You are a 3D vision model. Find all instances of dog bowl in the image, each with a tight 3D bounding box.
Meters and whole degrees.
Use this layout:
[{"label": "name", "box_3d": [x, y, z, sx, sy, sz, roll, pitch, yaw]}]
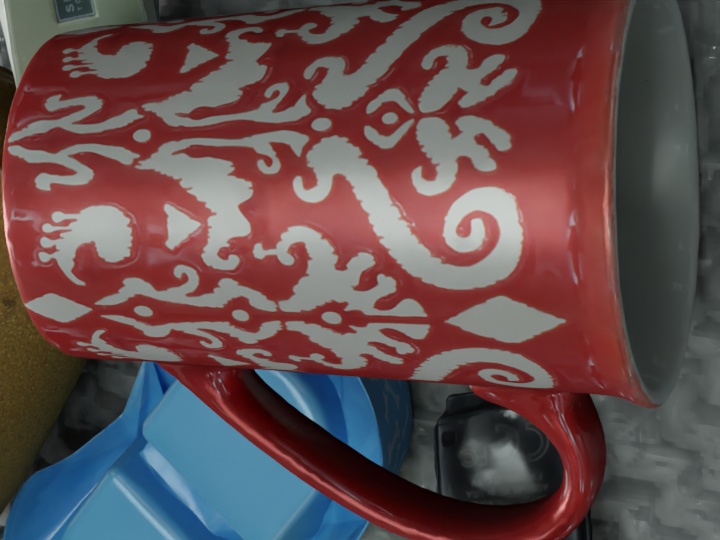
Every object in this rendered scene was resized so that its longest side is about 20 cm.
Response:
[{"label": "dog bowl", "box_3d": [-0.055, 0.083, 0.840, 0.111, 0.050, 0.200, 44, 121, 10]}]

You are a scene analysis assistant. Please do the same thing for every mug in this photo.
[{"label": "mug", "box_3d": [-0.003, -0.005, 0.705, 0.199, 0.133, 0.179, 1, 80, 19]}]

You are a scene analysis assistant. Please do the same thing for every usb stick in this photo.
[{"label": "usb stick", "box_3d": [0.057, 0.142, 0.768, 0.055, 0.033, 0.202, -6, 82, 15]}]

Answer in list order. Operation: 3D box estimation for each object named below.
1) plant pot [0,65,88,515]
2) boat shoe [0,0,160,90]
[{"label": "plant pot", "box_3d": [-0.179, 0.023, 0.831, 0.200, 0.186, 0.187, -43, 83, 16]}, {"label": "boat shoe", "box_3d": [-0.106, -0.136, 0.774, 0.070, 0.072, 0.202, -8, 120, -8]}]
